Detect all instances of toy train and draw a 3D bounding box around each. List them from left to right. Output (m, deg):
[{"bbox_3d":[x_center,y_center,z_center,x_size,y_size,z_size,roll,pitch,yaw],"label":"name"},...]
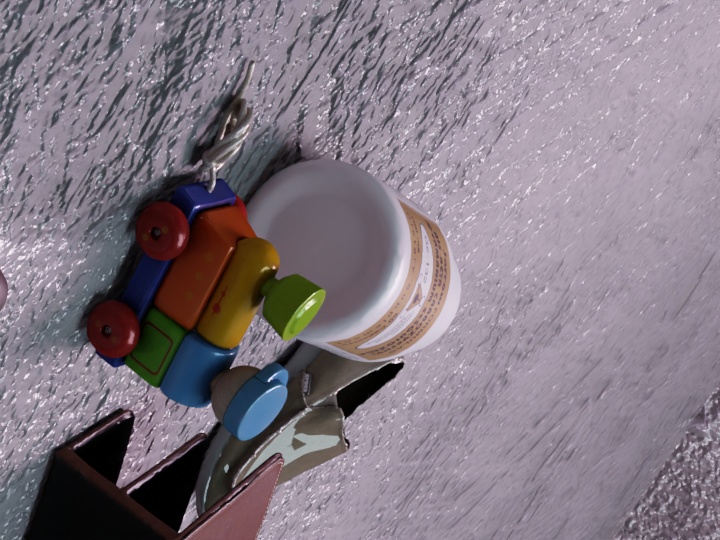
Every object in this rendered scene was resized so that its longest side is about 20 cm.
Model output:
[{"bbox_3d":[-0.067,-0.007,1.525,0.085,0.115,0.201,-17,140,-61],"label":"toy train"}]

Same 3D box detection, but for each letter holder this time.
[{"bbox_3d":[-0.145,0.189,1.713,0.142,0.100,0.201,-35,154,-49],"label":"letter holder"}]

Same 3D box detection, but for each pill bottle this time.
[{"bbox_3d":[0.000,0.000,1.705,0.115,0.114,0.200,-55,162,3],"label":"pill bottle"}]

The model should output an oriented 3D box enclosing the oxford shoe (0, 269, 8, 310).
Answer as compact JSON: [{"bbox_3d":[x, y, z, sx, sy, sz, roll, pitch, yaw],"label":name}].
[{"bbox_3d":[-0.219,0.021,1.267,0.071,0.072,0.200,-58,162,12],"label":"oxford shoe"}]

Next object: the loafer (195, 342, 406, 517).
[{"bbox_3d":[-0.041,0.109,1.866,0.200,0.069,0.075,-50,161,-13],"label":"loafer"}]
